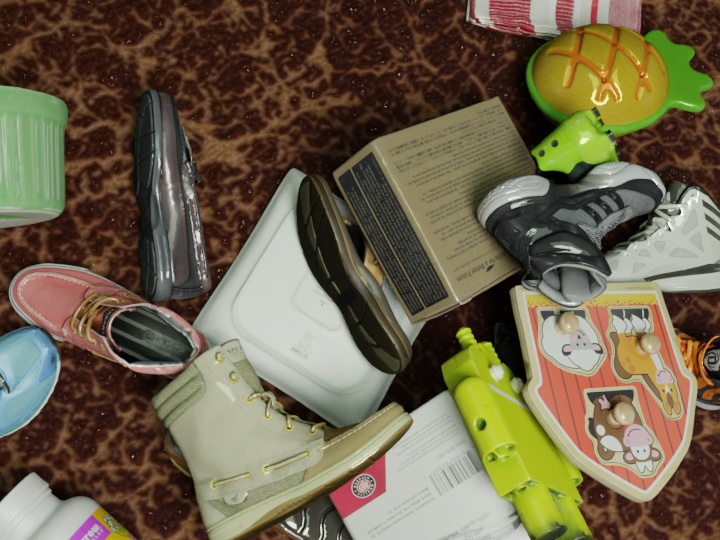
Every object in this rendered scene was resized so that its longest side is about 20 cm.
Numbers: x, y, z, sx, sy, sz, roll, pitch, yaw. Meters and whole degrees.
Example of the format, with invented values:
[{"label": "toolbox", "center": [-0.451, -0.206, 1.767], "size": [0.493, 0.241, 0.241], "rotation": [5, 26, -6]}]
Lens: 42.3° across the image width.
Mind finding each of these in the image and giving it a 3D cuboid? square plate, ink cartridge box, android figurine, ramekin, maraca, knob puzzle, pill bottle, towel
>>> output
[{"label": "square plate", "center": [-0.033, 0.029, 0.917], "size": [0.199, 0.028, 0.199], "rotation": [32, 76, -4]}, {"label": "ink cartridge box", "center": [0.079, 0.225, 0.815], "size": [0.145, 0.083, 0.201], "rotation": [-34, 77, 10]}, {"label": "android figurine", "center": [0.132, 0.139, 0.795], "size": [0.041, 0.182, 0.201], "rotation": [-34, 53, 18]}, {"label": "ink cartridge box", "center": [0.093, -0.062, 0.891], "size": [0.199, 0.075, 0.166], "rotation": [-25, 87, -43]}, {"label": "ramekin", "center": [-0.348, -0.088, 0.794], "size": [0.198, 0.200, 0.099], "rotation": [-6, 89, -11]}, {"label": "maraca", "center": [0.268, -0.199, 0.967], "size": [0.198, 0.107, 0.138], "rotation": [-10, 62, -12]}, {"label": "knob puzzle", "center": [0.233, 0.103, 0.831], "size": [0.218, 0.030, 0.222], "rotation": [11, 63, -23]}, {"label": "pill bottle", "center": [-0.234, 0.268, 0.800], "size": [0.200, 0.104, 0.104], "rotation": [42, 76, -2]}, {"label": "towel", "center": [0.218, -0.322, 1.024], "size": [0.198, 0.023, 0.145], "rotation": [8, 79, -9]}]

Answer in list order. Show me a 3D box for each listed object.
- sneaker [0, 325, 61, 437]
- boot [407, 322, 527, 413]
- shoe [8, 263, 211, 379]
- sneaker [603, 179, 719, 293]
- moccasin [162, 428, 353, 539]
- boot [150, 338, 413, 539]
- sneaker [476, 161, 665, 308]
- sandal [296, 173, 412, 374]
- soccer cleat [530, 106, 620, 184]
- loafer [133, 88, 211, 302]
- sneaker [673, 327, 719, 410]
[{"label": "sneaker", "center": [-0.347, 0.125, 0.809], "size": [0.200, 0.090, 0.078], "rotation": [-42, 90, -14]}, {"label": "boot", "center": [0.147, 0.166, 0.906], "size": [0.162, 0.073, 0.199], "rotation": [-35, 83, -12]}, {"label": "shoe", "center": [-0.230, 0.042, 0.840], "size": [0.199, 0.091, 0.072], "rotation": [23, 78, -1]}, {"label": "sneaker", "center": [0.287, -0.034, 0.950], "size": [0.199, 0.076, 0.117], "rotation": [-4, 100, -20]}, {"label": "moccasin", "center": [-0.093, 0.200, 0.859], "size": [0.200, 0.078, 0.074], "rotation": [25, 62, -2]}, {"label": "boot", "center": [-0.070, 0.122, 0.788], "size": [0.199, 0.072, 0.155], "rotation": [-31, 74, 7]}, {"label": "sneaker", "center": [0.207, -0.030, 0.841], "size": [0.198, 0.076, 0.115], "rotation": [-8, 61, -24]}, {"label": "sandal", "center": [0.000, 0.000, 0.876], "size": [0.054, 0.082, 0.201], "rotation": [-29, 85, -30]}, {"label": "soccer cleat", "center": [0.224, -0.095, 0.925], "size": [0.081, 0.200, 0.068], "rotation": [-31, 61, 16]}, {"label": "loafer", "center": [-0.179, -0.071, 0.893], "size": [0.063, 0.072, 0.202], "rotation": [-1, 87, -30]}, {"label": "sneaker", "center": [0.320, 0.078, 0.931], "size": [0.199, 0.112, 0.078], "rotation": [22, 77, -7]}]
